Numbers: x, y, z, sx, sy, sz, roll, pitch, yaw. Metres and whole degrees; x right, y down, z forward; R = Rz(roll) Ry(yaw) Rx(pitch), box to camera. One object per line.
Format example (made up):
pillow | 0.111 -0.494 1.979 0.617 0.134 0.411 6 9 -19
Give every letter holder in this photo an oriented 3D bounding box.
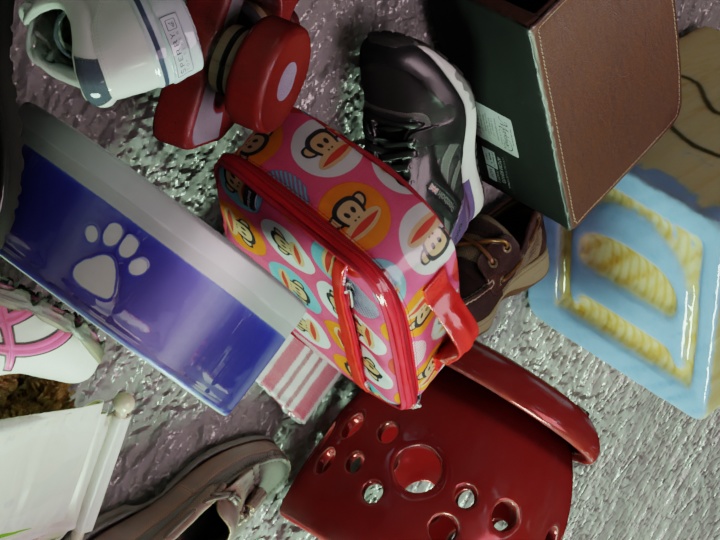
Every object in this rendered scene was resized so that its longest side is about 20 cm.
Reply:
letter holder | 0.142 -0.158 1.498 0.142 0.100 0.201 -44 143 -21

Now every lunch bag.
lunch bag | 0.000 0.000 1.327 0.082 0.176 0.200 -46 157 -17

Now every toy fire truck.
toy fire truck | -0.062 -0.173 1.263 0.168 0.112 0.201 -28 137 -66

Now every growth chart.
growth chart | -0.214 0.133 1.266 0.199 0.018 0.145 -1 124 -54

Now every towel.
towel | -0.044 0.008 1.481 0.147 0.030 0.200 -54 145 -9

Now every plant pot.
plant pot | 0.068 0.153 1.581 0.183 0.200 0.200 -58 145 -8

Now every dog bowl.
dog bowl | -0.132 -0.006 1.213 0.079 0.200 0.200 -54 145 -5

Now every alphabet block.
alphabet block | 0.267 -0.041 1.671 0.199 0.195 0.197 -32 139 -32

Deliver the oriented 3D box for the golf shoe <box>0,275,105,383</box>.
golf shoe | -0.236 0.036 1.210 0.199 0.072 0.093 23 87 -39

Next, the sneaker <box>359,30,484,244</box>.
sneaker | 0.035 -0.071 1.450 0.088 0.075 0.201 -61 149 -29

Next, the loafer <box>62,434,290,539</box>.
loafer | -0.119 0.182 1.491 0.199 0.063 0.072 -26 134 -36

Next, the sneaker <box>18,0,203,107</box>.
sneaker | -0.146 -0.139 1.117 0.070 0.200 0.073 -22 115 -14

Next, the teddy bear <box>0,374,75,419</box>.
teddy bear | -0.249 0.101 1.272 0.199 0.067 0.146 -19 127 -42

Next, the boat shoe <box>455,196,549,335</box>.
boat shoe | 0.083 -0.008 1.568 0.200 0.072 0.072 -30 132 -51

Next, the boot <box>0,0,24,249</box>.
boot | -0.253 -0.097 1.079 0.157 0.079 0.213 -7 99 -53
